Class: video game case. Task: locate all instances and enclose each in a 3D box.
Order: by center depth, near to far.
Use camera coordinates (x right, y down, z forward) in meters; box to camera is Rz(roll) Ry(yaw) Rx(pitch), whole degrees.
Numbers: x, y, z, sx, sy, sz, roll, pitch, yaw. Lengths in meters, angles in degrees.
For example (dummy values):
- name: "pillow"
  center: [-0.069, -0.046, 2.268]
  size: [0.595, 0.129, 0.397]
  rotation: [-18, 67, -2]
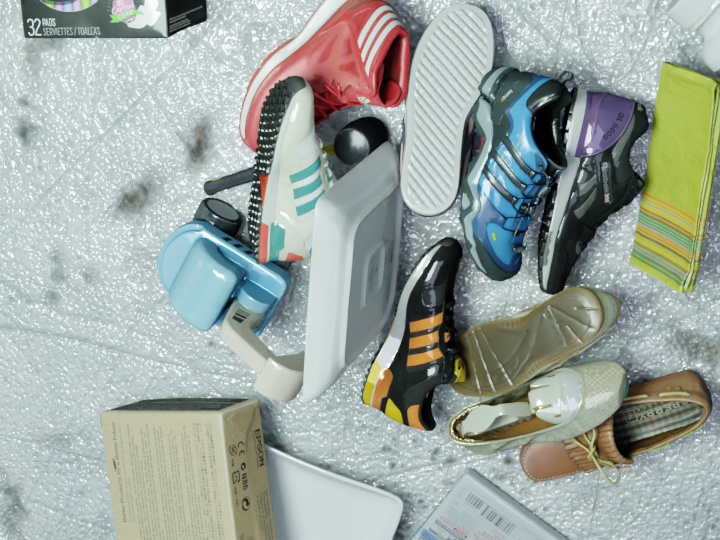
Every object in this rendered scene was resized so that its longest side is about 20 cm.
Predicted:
- name: "video game case"
  center: [0.141, 0.334, 1.515]
  size: [0.199, 0.022, 0.183]
  rotation: [36, 110, -1]

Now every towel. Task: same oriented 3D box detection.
- name: "towel"
  center: [0.291, -0.086, 1.324]
  size: [0.018, 0.086, 0.202]
  rotation: [-8, 114, -30]

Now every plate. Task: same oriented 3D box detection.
- name: "plate"
  center: [0.000, 0.000, 1.339]
  size: [0.032, 0.200, 0.201]
  rotation: [11, 114, 17]
- name: "plate"
  center: [-0.071, 0.289, 1.532]
  size: [0.199, 0.032, 0.201]
  rotation: [20, 110, 6]

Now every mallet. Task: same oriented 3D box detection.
- name: "mallet"
  center: [-0.064, -0.110, 1.419]
  size: [0.199, 0.066, 0.041]
  rotation: [-13, 101, 31]

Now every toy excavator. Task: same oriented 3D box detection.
- name: "toy excavator"
  center: [-0.122, 0.037, 1.384]
  size: [0.194, 0.200, 0.100]
  rotation: [32, 111, 1]

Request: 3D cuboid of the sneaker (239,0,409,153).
- name: "sneaker"
  center: [-0.032, -0.168, 1.341]
  size: [0.200, 0.078, 0.116]
  rotation: [-54, 49, 21]

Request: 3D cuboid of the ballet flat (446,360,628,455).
- name: "ballet flat"
  center: [0.168, 0.138, 1.396]
  size: [0.199, 0.062, 0.068]
  rotation: [-28, 61, 35]

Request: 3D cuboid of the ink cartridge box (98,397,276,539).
- name: "ink cartridge box"
  center: [-0.177, 0.237, 1.487]
  size: [0.164, 0.075, 0.202]
  rotation: [-2, 98, 32]

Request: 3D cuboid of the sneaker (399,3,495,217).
- name: "sneaker"
  center: [0.077, -0.149, 1.356]
  size: [0.078, 0.079, 0.202]
  rotation: [14, 87, 3]

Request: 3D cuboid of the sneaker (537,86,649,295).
- name: "sneaker"
  center: [0.222, -0.066, 1.350]
  size: [0.087, 0.076, 0.201]
  rotation: [11, 109, 2]

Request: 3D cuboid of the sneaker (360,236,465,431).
- name: "sneaker"
  center: [0.075, 0.066, 1.411]
  size: [0.090, 0.070, 0.201]
  rotation: [30, 113, 16]

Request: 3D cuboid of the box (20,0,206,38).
- name: "box"
  center: [-0.235, -0.325, 1.337]
  size: [0.147, 0.124, 0.202]
  rotation: [2, 107, 11]

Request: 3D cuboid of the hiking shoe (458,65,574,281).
- name: "hiking shoe"
  center: [0.144, -0.084, 1.308]
  size: [0.086, 0.074, 0.202]
  rotation: [14, 108, 40]

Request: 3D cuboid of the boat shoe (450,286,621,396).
- name: "boat shoe"
  center: [0.170, 0.072, 1.398]
  size: [0.199, 0.066, 0.075]
  rotation: [-25, 76, 39]

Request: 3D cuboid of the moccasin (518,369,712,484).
- name: "moccasin"
  center: [0.251, 0.163, 1.408]
  size: [0.200, 0.078, 0.074]
  rotation: [-17, 103, 16]

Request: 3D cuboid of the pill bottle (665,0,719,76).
- name: "pill bottle"
  center: [0.372, -0.198, 1.254]
  size: [0.200, 0.111, 0.111]
  rotation: [37, 111, -1]

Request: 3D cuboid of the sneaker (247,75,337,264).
- name: "sneaker"
  center: [-0.050, -0.093, 1.347]
  size: [0.093, 0.071, 0.201]
  rotation: [1, 125, -16]
